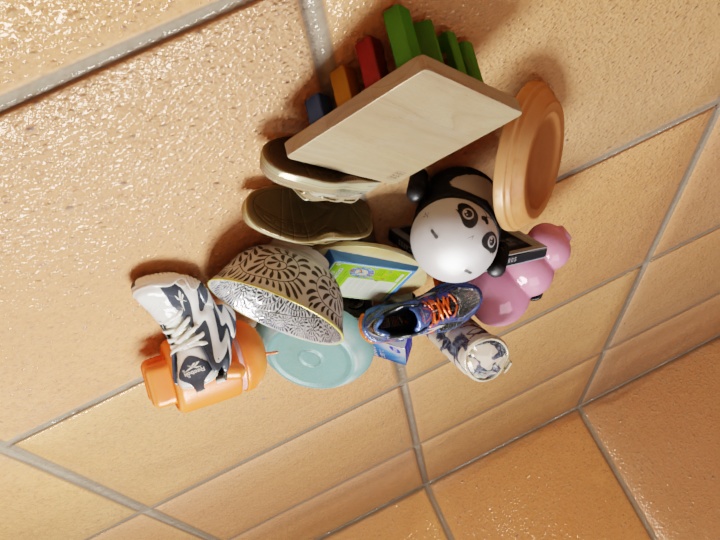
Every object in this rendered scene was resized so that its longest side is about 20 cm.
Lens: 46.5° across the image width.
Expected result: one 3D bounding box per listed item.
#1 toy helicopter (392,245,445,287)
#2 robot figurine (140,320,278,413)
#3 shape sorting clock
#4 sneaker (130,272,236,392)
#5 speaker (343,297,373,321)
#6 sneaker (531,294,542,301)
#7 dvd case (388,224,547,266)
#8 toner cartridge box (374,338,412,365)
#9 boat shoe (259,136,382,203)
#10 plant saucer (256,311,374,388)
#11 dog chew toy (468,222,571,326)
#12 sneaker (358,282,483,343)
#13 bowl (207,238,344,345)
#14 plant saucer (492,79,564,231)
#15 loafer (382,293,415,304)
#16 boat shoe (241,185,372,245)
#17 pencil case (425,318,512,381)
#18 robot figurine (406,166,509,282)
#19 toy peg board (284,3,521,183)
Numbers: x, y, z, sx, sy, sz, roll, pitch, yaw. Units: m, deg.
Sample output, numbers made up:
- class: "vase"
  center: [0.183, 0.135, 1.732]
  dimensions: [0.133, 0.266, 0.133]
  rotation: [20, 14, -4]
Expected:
- class: "toy helicopter"
  center: [0.070, -0.005, 1.321]
  dimensions: [0.197, 0.080, 0.132]
  rotation: [-11, 177, 1]
- class: "robot figurine"
  center: [-0.227, 0.144, 1.268]
  dimensions: [0.198, 0.117, 0.144]
  rotation: [-17, 153, -22]
- class: "shape sorting clock"
  center: [0.000, 0.000, 1.237]
  dimensions: [0.197, 0.040, 0.200]
  rotation: [0, 159, 0]
- class: "sneaker"
  center: [-0.232, 0.092, 1.119]
  dimensions: [0.079, 0.131, 0.199]
  rotation: [-16, 151, 13]
- class: "speaker"
  center: [-0.058, 0.100, 1.401]
  dimensions: [0.080, 0.082, 0.200]
  rotation: [-6, 148, -39]
- class: "sneaker"
  center: [0.283, 0.037, 1.612]
  dimensions: [0.198, 0.090, 0.079]
  rotation: [-8, 148, -36]
- class: "dvd case"
  center: [0.164, -0.042, 1.283]
  dimensions: [0.198, 0.150, 0.025]
  rotation: [-11, 121, -32]
- class: "toner cartridge box"
  center: [0.042, 0.122, 1.489]
  dimensions: [0.094, 0.044, 0.200]
  rotation: [15, 167, 8]
- class: "boat shoe"
  center: [-0.053, -0.112, 1.013]
  dimensions: [0.065, 0.073, 0.199]
  rotation: [-44, 156, 30]
- class: "plant saucer"
  center: [-0.078, 0.132, 1.355]
  dimensions: [0.197, 0.036, 0.202]
  rotation: [6, 133, 7]
- class: "dog chew toy"
  center: [0.259, 0.000, 1.370]
  dimensions: [0.199, 0.125, 0.124]
  rotation: [-39, 154, 11]
- class: "sneaker"
  center: [0.097, 0.070, 1.278]
  dimensions: [0.198, 0.076, 0.078]
  rotation: [-19, -177, -7]
- class: "bowl"
  center: [-0.100, 0.017, 1.144]
  dimensions: [0.201, 0.198, 0.095]
  rotation: [90, 20, -70]
- class: "plant saucer"
  center: [0.230, -0.149, 1.115]
  dimensions: [0.200, 0.037, 0.203]
  rotation: [-40, 137, -50]
- class: "loafer"
  center: [0.073, 0.064, 1.464]
  dimensions: [0.200, 0.074, 0.070]
  rotation: [89, 21, -79]
- class: "boat shoe"
  center: [-0.075, -0.063, 1.080]
  dimensions: [0.198, 0.075, 0.066]
  rotation: [6, 165, -41]
- class: "pencil case"
  center: [0.167, 0.110, 1.364]
  dimensions: [0.088, 0.200, 0.079]
  rotation: [10, 104, -23]
- class: "robot figurine"
  center: [0.136, -0.069, 1.159]
  dimensions: [0.148, 0.201, 0.126]
  rotation: [7, 120, 9]
- class: "toy peg board"
  center: [0.042, -0.196, 0.947]
  dimensions: [0.198, 0.099, 0.199]
  rotation: [-25, 160, 35]
